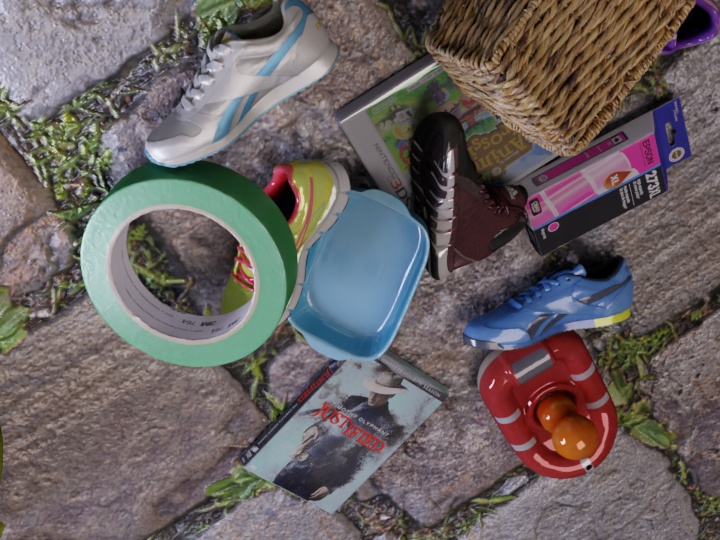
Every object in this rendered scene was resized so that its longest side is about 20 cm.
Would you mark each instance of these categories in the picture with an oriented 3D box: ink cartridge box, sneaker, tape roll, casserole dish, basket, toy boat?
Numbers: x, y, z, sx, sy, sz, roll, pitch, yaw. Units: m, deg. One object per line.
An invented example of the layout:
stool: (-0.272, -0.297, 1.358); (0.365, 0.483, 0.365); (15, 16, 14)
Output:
ink cartridge box: (0.260, -0.098, 1.627); (0.200, 0.037, 0.095); (-29, 137, -3)
sneaker: (-0.120, -0.171, 1.407); (0.200, 0.077, 0.081); (-38, 120, -2)
sneaker: (-0.092, -0.025, 1.498); (0.090, 0.078, 0.200); (8, 111, -55)
tape roll: (-0.160, -0.006, 1.456); (0.200, 0.048, 0.201); (5, 119, 9)
sneaker: (0.202, 0.031, 1.685); (0.200, 0.066, 0.079); (-14, 115, -14)
sneaker: (0.114, -0.086, 1.538); (0.115, 0.076, 0.200); (-16, 138, -16)
casserole dish: (0.000, 0.000, 1.560); (0.121, 0.039, 0.200); (26, 119, 6)
sneaker: (0.262, -0.240, 1.499); (0.200, 0.088, 0.081); (-12, 128, -14)
basket: (0.176, -0.229, 1.430); (0.149, 0.143, 0.200); (39, 86, -34)
toy boat: (0.224, 0.164, 1.738); (0.130, 0.131, 0.200); (-31, 129, 1)

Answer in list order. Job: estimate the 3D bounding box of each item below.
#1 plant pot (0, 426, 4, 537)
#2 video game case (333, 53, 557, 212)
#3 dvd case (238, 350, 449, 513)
plant pot: (-0.456, 0.257, 1.494); (0.199, 0.182, 0.200); (13, 116, -29)
video game case: (0.098, -0.140, 1.544); (0.200, 0.022, 0.182); (-32, 129, 1)
dvd case: (-0.017, 0.172, 1.716); (0.200, 0.022, 0.146); (-47, 127, 12)
